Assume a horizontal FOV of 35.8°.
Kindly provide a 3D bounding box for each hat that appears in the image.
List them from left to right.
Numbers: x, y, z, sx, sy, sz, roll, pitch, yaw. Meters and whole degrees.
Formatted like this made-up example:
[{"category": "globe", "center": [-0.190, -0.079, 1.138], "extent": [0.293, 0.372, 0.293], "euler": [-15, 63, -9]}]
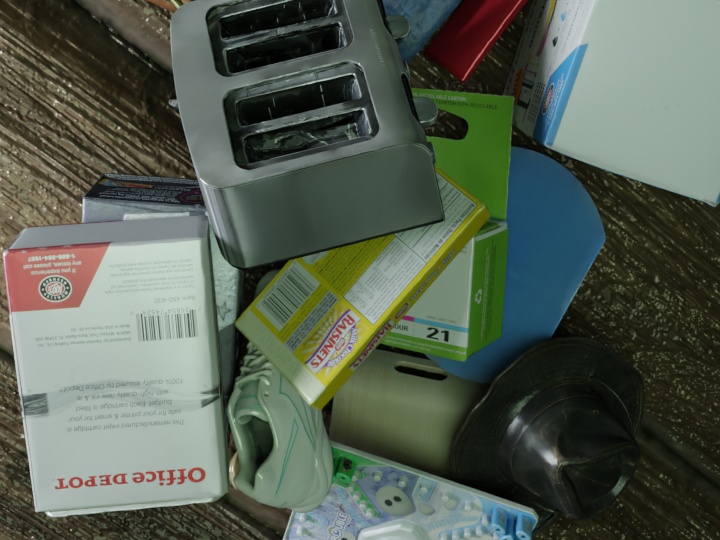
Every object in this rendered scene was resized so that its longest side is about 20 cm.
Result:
[{"category": "hat", "center": [0.176, 0.157, 0.936], "extent": [0.198, 0.081, 0.203], "euler": [-13, 126, -19]}]

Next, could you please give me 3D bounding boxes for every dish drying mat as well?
[{"category": "dish drying mat", "center": [0.131, -0.244, 0.908], "extent": [0.018, 0.077, 0.201], "euler": [35, 99, -29]}]

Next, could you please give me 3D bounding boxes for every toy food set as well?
[{"category": "toy food set", "center": [0.042, 0.177, 1.011], "extent": [0.141, 0.060, 0.203], "euler": [11, 110, 10]}]

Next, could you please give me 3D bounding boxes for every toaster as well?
[{"category": "toaster", "center": [-0.048, -0.112, 0.826], "extent": [0.197, 0.183, 0.119], "euler": [-13, 149, -1]}]

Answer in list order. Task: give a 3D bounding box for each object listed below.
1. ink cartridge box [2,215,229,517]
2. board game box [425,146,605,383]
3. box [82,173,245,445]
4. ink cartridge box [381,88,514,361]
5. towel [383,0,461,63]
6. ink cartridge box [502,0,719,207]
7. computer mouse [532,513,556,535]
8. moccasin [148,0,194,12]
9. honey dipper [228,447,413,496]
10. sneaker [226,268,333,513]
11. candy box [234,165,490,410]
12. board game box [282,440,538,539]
[{"category": "ink cartridge box", "center": [-0.177, 0.069, 0.836], "extent": [0.144, 0.083, 0.203], "euler": [-4, 105, -6]}, {"category": "board game box", "center": [0.120, -0.005, 0.967], "extent": [0.157, 0.039, 0.202], "euler": [33, 100, 27]}, {"category": "box", "center": [-0.163, 0.032, 0.931], "extent": [0.130, 0.115, 0.203], "euler": [4, 105, -6]}, {"category": "ink cartridge box", "center": [0.043, -0.044, 0.918], "extent": [0.146, 0.076, 0.203], "euler": [10, 107, 29]}, {"category": "towel", "center": [-0.007, -0.262, 0.904], "extent": [0.199, 0.049, 0.112], "euler": [40, 98, -14]}, {"category": "ink cartridge box", "center": [0.209, -0.159, 0.873], "extent": [0.143, 0.200, 0.149], "euler": [16, 103, -7]}, {"category": "computer mouse", "center": [0.143, 0.151, 1.032], "extent": [0.139, 0.046, 0.201], "euler": [-32, 109, 8]}, {"category": "moccasin", "center": [-0.132, -0.233, 0.877], "extent": [0.200, 0.078, 0.074], "euler": [31, 82, -12]}, {"category": "honey dipper", "center": [-0.045, 0.182, 0.986], "extent": [0.197, 0.038, 0.039], "euler": [3, 106, 16]}, {"category": "sneaker", "center": [-0.067, 0.092, 0.905], "extent": [0.070, 0.080, 0.203], "euler": [-19, 67, 34]}, {"category": "candy box", "center": [0.000, 0.000, 0.867], "extent": [0.200, 0.026, 0.102], "euler": [-48, 62, 0]}, {"category": "board game box", "center": [0.031, 0.250, 0.982], "extent": [0.197, 0.026, 0.202], "euler": [18, 130, 0]}]
